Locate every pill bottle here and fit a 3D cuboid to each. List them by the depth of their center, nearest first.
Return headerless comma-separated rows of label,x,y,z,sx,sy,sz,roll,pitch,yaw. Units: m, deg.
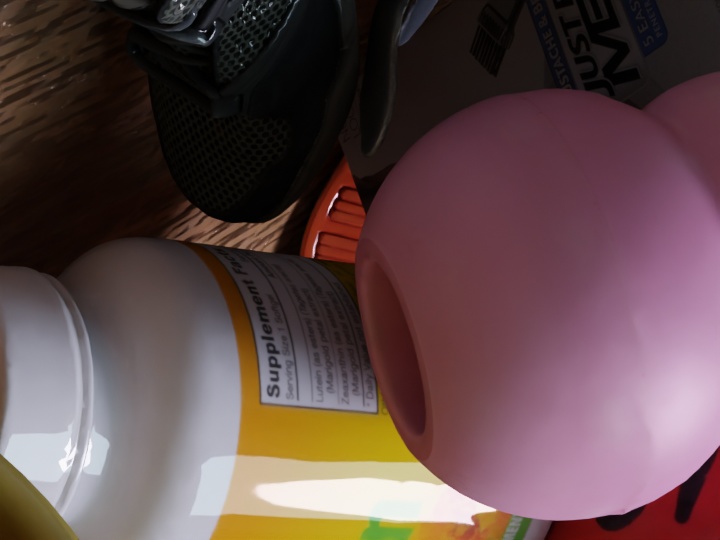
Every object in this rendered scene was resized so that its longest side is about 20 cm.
pill bottle,-0.042,0.049,0.666,0.200,0.111,0.111,7,123,-35

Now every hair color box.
hair color box,0.082,-0.059,0.753,0.064,0.111,0.200,-7,160,-40

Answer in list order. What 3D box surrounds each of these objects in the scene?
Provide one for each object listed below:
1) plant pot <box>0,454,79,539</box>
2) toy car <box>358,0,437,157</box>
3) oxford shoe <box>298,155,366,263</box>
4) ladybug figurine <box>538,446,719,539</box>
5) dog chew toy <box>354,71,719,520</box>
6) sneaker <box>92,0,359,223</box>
plant pot,-0.171,0.145,0.507,0.201,0.201,0.189,-40,174,-38
toy car,0.059,-0.124,0.610,0.200,0.158,0.164,-57,-176,29
oxford shoe,0.000,0.000,0.908,0.073,0.071,0.200,-105,-145,-67
ladybug figurine,0.125,0.057,0.715,0.072,0.135,0.200,85,20,-45
dog chew toy,0.102,-0.003,0.612,0.200,0.125,0.125,-15,152,-12
sneaker,-0.051,-0.078,0.566,0.114,0.076,0.200,-38,155,-37
